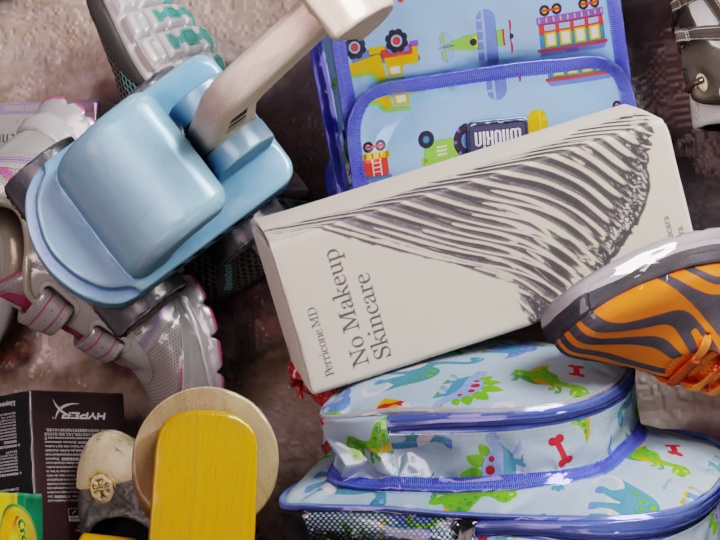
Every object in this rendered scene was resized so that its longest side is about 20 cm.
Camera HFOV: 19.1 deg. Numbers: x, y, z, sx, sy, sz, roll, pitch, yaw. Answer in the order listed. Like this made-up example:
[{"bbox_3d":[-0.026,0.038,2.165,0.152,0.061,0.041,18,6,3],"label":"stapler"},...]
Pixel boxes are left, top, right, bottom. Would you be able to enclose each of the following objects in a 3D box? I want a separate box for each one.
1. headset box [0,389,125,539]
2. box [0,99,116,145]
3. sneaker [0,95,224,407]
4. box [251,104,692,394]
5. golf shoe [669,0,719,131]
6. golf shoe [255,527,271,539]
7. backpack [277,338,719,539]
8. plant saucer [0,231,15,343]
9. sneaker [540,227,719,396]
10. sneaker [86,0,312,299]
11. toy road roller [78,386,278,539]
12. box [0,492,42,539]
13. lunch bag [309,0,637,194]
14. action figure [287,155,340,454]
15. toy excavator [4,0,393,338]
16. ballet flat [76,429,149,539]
[{"bbox_3d":[-0.199,0.174,1.173,0.148,0.077,0.201,-13,79,38],"label":"headset box"},{"bbox_3d":[-0.231,-0.076,1.255,0.199,0.039,0.042,1,86,23],"label":"box"},{"bbox_3d":[-0.148,0.011,1.157,0.088,0.081,0.201,-32,87,-25],"label":"sneaker"},{"bbox_3d":[0.055,-0.012,1.028,0.199,0.068,0.083,-19,104,-6],"label":"box"},{"bbox_3d":[0.179,-0.123,1.064,0.200,0.078,0.095,45,102,23],"label":"golf shoe"},{"bbox_3d":[-0.037,0.200,1.127,0.199,0.075,0.092,22,101,32],"label":"golf shoe"},{"bbox_3d":[0.075,0.112,1.014,0.199,0.183,0.148,4,103,20],"label":"backpack"},{"bbox_3d":[-0.277,-0.028,1.238,0.199,0.050,0.201,10,119,19],"label":"plant saucer"},{"bbox_3d":[0.179,0.044,0.981,0.078,0.199,0.113,-44,58,49],"label":"sneaker"},{"bbox_3d":[-0.108,-0.070,1.181,0.091,0.077,0.201,-37,75,25],"label":"sneaker"},{"bbox_3d":[-0.120,0.155,1.021,0.145,0.123,0.201,6,79,-5],"label":"toy road roller"},{"bbox_3d":[-0.215,0.217,1.103,0.117,0.048,0.201,-7,79,39],"label":"box"},{"bbox_3d":[0.057,-0.087,1.088,0.150,0.094,0.201,-10,90,-10],"label":"lunch bag"},{"bbox_3d":[0.000,0.000,1.113,0.065,0.099,0.201,6,89,-3],"label":"action figure"},{"bbox_3d":[-0.075,-0.064,1.033,0.194,0.200,0.100,-37,89,-9],"label":"toy excavator"},{"bbox_3d":[-0.113,0.181,1.100,0.066,0.057,0.201,-15,85,35],"label":"ballet flat"}]
